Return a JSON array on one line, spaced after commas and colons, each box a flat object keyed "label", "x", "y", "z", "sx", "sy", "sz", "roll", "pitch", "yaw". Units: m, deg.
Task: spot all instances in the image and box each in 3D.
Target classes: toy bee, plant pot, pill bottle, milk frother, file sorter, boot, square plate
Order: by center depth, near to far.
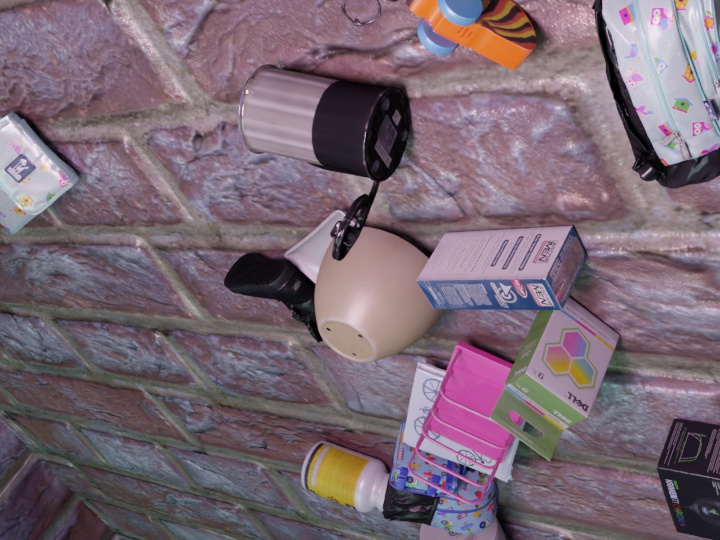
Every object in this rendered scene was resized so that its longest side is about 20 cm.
[{"label": "toy bee", "x": 0.091, "y": -0.288, "z": 0.975, "sx": 0.200, "sy": 0.109, "sz": 0.131, "roll": 25, "pitch": 147, "yaw": -36}, {"label": "milk frother", "x": -0.058, "y": -0.136, "z": 1.187, "sx": 0.188, "sy": 0.200, "sz": 0.181, "roll": 15, "pitch": 147, "yaw": 26}, {"label": "plant pot", "x": 0.011, "y": 0.055, "z": 1.379, "sx": 0.200, "sy": 0.134, "sz": 0.200, "roll": 23, "pitch": 146, "yaw": 17}, {"label": "file sorter", "x": 0.169, "y": 0.240, "z": 1.449, "sx": 0.139, "sy": 0.125, "sz": 0.200, "roll": 24, "pitch": 131, "yaw": 10}, {"label": "square plate", "x": 0.000, "y": 0.000, "z": 1.466, "sx": 0.200, "sy": 0.028, "sz": 0.198, "roll": 40, "pitch": 146, "yaw": -10}, {"label": "boot", "x": -0.123, "y": 0.050, "z": 1.588, "sx": 0.168, "sy": 0.076, "sz": 0.200, "roll": 44, "pitch": 158, "yaw": -29}, {"label": "pill bottle", "x": -0.014, "y": 0.432, "z": 1.951, "sx": 0.200, "sy": 0.112, "sz": 0.112, "roll": 14, "pitch": 142, "yaw": 28}]

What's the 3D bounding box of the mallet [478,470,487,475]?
[{"label": "mallet", "x": 0.173, "y": 0.261, "z": 1.598, "sx": 0.066, "sy": 0.041, "sz": 0.200, "roll": 5, "pitch": 121, "yaw": 34}]

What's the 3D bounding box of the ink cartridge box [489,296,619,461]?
[{"label": "ink cartridge box", "x": 0.262, "y": 0.139, "z": 1.261, "sx": 0.104, "sy": 0.200, "sz": 0.059, "roll": 36, "pitch": 147, "yaw": -6}]

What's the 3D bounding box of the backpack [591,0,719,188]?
[{"label": "backpack", "x": 0.291, "y": -0.198, "z": 0.871, "sx": 0.127, "sy": 0.167, "sz": 0.200, "roll": -15, "pitch": 123, "yaw": 25}]

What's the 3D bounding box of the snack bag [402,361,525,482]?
[{"label": "snack bag", "x": 0.172, "y": 0.250, "z": 1.554, "sx": 0.200, "sy": 0.021, "sz": 0.189, "roll": 19, "pitch": 129, "yaw": 15}]

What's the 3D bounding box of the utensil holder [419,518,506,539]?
[{"label": "utensil holder", "x": 0.219, "y": 0.572, "z": 1.885, "sx": 0.170, "sy": 0.170, "sz": 0.200, "roll": 6, "pitch": 136, "yaw": 35}]

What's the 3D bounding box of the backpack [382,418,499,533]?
[{"label": "backpack", "x": 0.153, "y": 0.367, "z": 1.676, "sx": 0.200, "sy": 0.183, "sz": 0.135, "roll": 13, "pitch": 127, "yaw": 6}]

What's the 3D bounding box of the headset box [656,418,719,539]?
[{"label": "headset box", "x": 0.545, "y": 0.311, "z": 1.339, "sx": 0.200, "sy": 0.093, "sz": 0.174, "roll": 5, "pitch": 138, "yaw": 35}]

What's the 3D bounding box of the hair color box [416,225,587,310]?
[{"label": "hair color box", "x": 0.183, "y": -0.001, "z": 1.241, "sx": 0.200, "sy": 0.100, "sz": 0.061, "roll": -2, "pitch": 134, "yaw": 42}]

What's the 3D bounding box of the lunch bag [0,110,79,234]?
[{"label": "lunch bag", "x": -0.608, "y": -0.178, "z": 1.676, "sx": 0.200, "sy": 0.122, "sz": 0.170, "roll": -22, "pitch": 116, "yaw": 43}]
